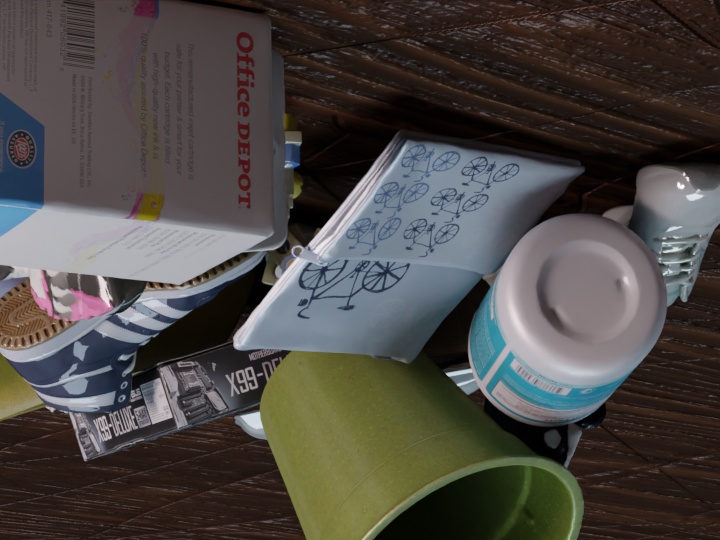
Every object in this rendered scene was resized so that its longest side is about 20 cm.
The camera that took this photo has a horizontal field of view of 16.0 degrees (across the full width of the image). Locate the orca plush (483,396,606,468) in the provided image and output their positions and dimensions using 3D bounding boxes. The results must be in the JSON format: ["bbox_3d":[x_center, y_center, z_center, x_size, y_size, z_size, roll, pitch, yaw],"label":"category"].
[{"bbox_3d":[0.134,0.079,1.944,0.105,0.200,0.071,-2,126,27],"label":"orca plush"}]

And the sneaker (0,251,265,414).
[{"bbox_3d":[-0.149,0.029,1.760,0.199,0.070,0.109,-23,142,-2],"label":"sneaker"}]

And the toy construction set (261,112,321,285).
[{"bbox_3d":[-0.074,-0.039,1.618,0.130,0.093,0.200,-5,154,14],"label":"toy construction set"}]

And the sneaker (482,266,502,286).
[{"bbox_3d":[0.140,0.021,1.858,0.076,0.081,0.200,-6,163,24],"label":"sneaker"}]

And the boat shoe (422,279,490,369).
[{"bbox_3d":[0.033,0.051,1.988,0.199,0.072,0.065,-11,159,13],"label":"boat shoe"}]

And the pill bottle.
[{"bbox_3d":[0.133,0.040,1.714,0.110,0.112,0.200,1,164,-7],"label":"pill bottle"}]

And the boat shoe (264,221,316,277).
[{"bbox_3d":[0.000,0.000,1.816,0.065,0.074,0.200,-24,161,21],"label":"boat shoe"}]

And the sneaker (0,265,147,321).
[{"bbox_3d":[-0.179,-0.023,1.657,0.086,0.081,0.200,-7,-162,-30],"label":"sneaker"}]

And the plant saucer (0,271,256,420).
[{"bbox_3d":[-0.199,0.064,1.930,0.199,0.049,0.200,-18,178,-38],"label":"plant saucer"}]

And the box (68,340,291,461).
[{"bbox_3d":[-0.111,0.086,1.901,0.157,0.050,0.200,-18,177,-27],"label":"box"}]

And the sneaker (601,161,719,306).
[{"bbox_3d":[0.210,-0.020,1.714,0.070,0.081,0.200,2,164,-7],"label":"sneaker"}]

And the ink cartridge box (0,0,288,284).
[{"bbox_3d":[-0.140,-0.072,1.391,0.199,0.130,0.125,8,163,-28],"label":"ink cartridge box"}]

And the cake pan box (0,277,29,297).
[{"bbox_3d":[-0.281,0.006,1.833,0.183,0.053,0.200,12,160,-35],"label":"cake pan box"}]

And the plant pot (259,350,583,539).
[{"bbox_3d":[0.023,0.139,1.774,0.199,0.190,0.201,-20,138,-18],"label":"plant pot"}]

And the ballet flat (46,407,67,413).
[{"bbox_3d":[-0.224,0.093,2.107,0.199,0.076,0.064,3,-176,-18],"label":"ballet flat"}]

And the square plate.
[{"bbox_3d":[0.001,0.104,1.967,0.197,0.029,0.200,-12,176,-3],"label":"square plate"}]

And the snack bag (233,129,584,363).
[{"bbox_3d":[0.029,-0.008,1.631,0.188,0.021,0.200,6,133,-50],"label":"snack bag"}]
